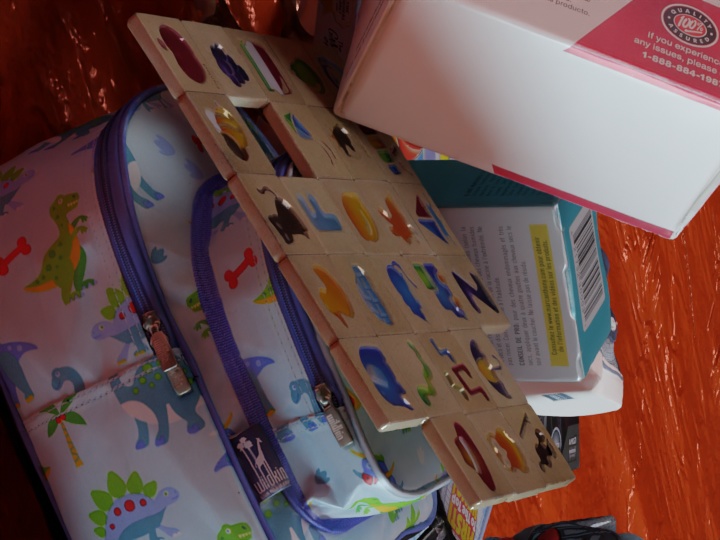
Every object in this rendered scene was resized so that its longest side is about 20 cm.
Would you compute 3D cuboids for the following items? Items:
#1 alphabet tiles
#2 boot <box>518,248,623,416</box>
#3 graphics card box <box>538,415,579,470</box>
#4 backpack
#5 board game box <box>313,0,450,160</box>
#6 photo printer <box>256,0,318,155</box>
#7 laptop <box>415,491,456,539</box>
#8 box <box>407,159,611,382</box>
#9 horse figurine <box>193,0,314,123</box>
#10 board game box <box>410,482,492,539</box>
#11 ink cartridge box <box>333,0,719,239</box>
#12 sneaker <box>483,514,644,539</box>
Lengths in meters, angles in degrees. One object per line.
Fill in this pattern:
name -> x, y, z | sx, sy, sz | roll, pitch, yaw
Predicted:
alphabet tiles -> 0.007, -0.004, 0.929 | 0.200, 0.008, 0.167 | 58, 20, 13
boot -> 0.097, 0.022, 1.376 | 0.200, 0.073, 0.091 | 40, 46, -75
graphics card box -> 0.091, 0.025, 1.546 | 0.125, 0.051, 0.201 | 1, 90, -70
backpack -> -0.049, 0.027, 0.984 | 0.200, 0.147, 0.183 | 62, 20, 3
board game box -> 0.041, -0.064, 1.140 | 0.134, 0.034, 0.200 | -12, 127, -27
photo printer -> 0.031, -0.073, 1.291 | 0.166, 0.069, 0.200 | 44, 43, -26
laptop -> 0.004, 0.166, 1.188 | 0.200, 0.103, 0.177 | -108, 180, -48
box -> 0.000, 0.000, 1.088 | 0.049, 0.199, 0.082 | -52, 137, -56
horse figurine -> 0.008, -0.095, 1.188 | 0.200, 0.050, 0.133 | -18, 69, -43
board game box -> 0.026, 0.075, 1.354 | 0.200, 0.062, 0.200 | 64, 31, -49
ink cartridge box -> 0.085, -0.132, 1.015 | 0.084, 0.144, 0.200 | 120, -13, -50
sneaker -> 0.105, 0.154, 1.231 | 0.200, 0.095, 0.079 | -109, 178, -79
